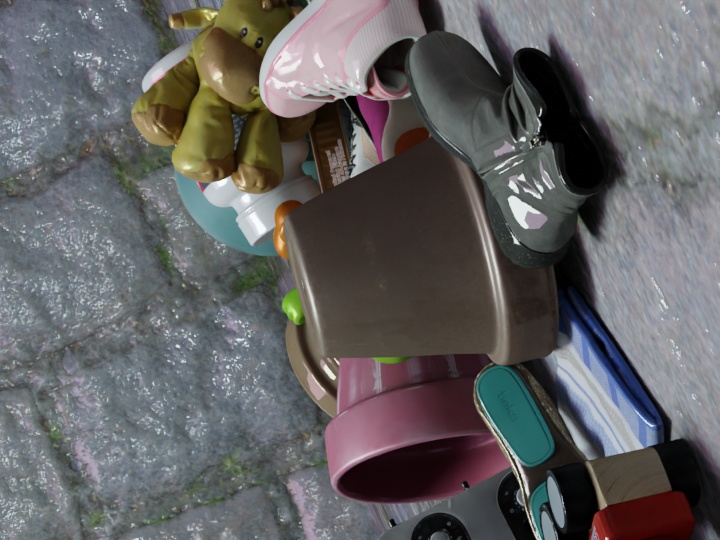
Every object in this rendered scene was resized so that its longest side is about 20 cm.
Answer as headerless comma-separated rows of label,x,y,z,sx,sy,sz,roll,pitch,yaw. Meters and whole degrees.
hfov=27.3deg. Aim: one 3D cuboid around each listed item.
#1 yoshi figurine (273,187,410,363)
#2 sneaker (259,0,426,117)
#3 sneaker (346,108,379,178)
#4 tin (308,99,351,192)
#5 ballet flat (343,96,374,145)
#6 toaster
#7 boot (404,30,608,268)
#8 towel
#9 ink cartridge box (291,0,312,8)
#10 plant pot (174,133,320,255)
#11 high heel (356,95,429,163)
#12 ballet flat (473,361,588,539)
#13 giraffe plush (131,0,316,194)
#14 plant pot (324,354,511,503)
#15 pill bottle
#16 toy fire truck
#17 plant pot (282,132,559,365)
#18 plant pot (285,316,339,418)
yoshi figurine,-0.002,0.014,1.297,0.112,0.113,0.200,24,-164,-35
sneaker,-0.014,-0.165,1.223,0.200,0.075,0.105,-45,57,43
sneaker,0.015,-0.115,1.410,0.074,0.080,0.200,76,170,-58
tin,-0.012,-0.099,1.500,0.112,0.042,0.201,-8,-95,-80
ballet flat,0.017,-0.145,1.351,0.200,0.046,0.067,61,139,29
toaster,0.119,0.250,1.299,0.119,0.180,0.200,63,178,18
boot,0.101,-0.110,0.989,0.200,0.068,0.131,62,160,23
towel,0.186,0.120,1.127,0.200,0.024,0.147,79,166,-51
ink cartridge box,-0.052,-0.295,1.395,0.200,0.067,0.117,-142,30,-73
plant pot,-0.091,-0.139,1.652,0.201,0.200,0.161,65,151,14
high heel,0.031,-0.131,1.298,0.096,0.067,0.201,140,123,-71
ballet flat,0.156,0.161,1.178,0.065,0.070,0.200,20,-136,-64
giraffe plush,-0.103,-0.189,1.363,0.162,0.172,0.201,142,140,-65
plant pot,0.060,0.100,1.366,0.200,0.199,0.179,87,175,-66
pill bottle,-0.122,-0.132,1.496,0.200,0.119,0.120,59,171,4
toy fire truck,0.210,0.236,0.996,0.176,0.128,0.200,89,167,-53
plant pot,0.039,-0.008,1.127,0.200,0.174,0.201,164,90,-83
plant pot,0.033,0.067,1.522,0.093,0.200,0.201,-54,53,43
